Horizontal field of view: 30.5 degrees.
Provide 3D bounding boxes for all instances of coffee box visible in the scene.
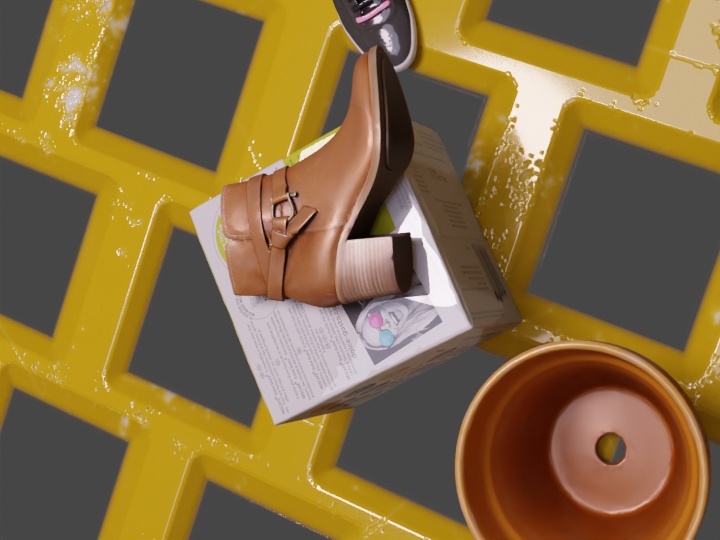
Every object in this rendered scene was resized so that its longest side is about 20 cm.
[{"bbox_3d":[0.000,0.000,1.169,0.196,0.199,0.202,-27,80,17],"label":"coffee box"}]

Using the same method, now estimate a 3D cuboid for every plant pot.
[{"bbox_3d":[0.196,0.158,1.101,0.197,0.183,0.204,-1,88,19],"label":"plant pot"}]

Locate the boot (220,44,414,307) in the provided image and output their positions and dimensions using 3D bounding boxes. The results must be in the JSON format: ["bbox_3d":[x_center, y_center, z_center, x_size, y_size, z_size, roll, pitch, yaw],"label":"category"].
[{"bbox_3d":[-0.039,-0.073,1.044,0.152,0.073,0.204,-2,84,23],"label":"boot"}]

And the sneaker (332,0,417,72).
[{"bbox_3d":[-0.012,-0.281,1.236,0.070,0.099,0.203,-25,81,15],"label":"sneaker"}]
